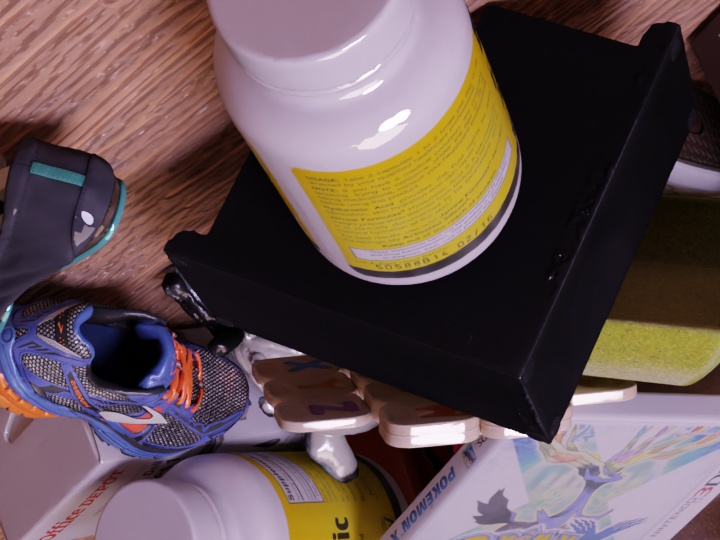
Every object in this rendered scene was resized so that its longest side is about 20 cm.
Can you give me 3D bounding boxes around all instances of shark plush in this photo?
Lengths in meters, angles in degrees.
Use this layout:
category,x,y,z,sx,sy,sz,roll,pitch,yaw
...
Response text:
category,x,y,z,sx,sy,sz,roll,pitch,yaw
shark plush,-0.049,0.057,1.290,0.200,0.083,0.091,18,116,-33

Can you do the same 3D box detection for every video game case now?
category,x,y,z,sx,sy,sz,roll,pitch,yaw
video game case,0.131,0.129,1.265,0.199,0.022,0.182,4,142,-30

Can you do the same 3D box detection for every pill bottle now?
category,x,y,z,sx,sy,sz,roll,pitch,yaw
pill bottle,0.001,-0.080,0.930,0.111,0.112,0.200,-24,154,4
pill bottle,-0.066,0.167,1.307,0.111,0.112,0.200,-34,157,31

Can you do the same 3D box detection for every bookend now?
category,x,y,z,sx,sy,sz,roll,pitch,yaw
bookend,0.039,-0.045,1.081,0.200,0.199,0.092,18,161,22

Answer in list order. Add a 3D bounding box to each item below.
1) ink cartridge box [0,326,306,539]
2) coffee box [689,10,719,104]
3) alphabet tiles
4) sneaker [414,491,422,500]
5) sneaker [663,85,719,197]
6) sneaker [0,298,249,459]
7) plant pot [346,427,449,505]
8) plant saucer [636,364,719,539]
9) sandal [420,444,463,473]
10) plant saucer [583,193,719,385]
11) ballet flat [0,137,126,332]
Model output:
category,x,y,z,sx,sy,sz,roll,pitch,yaw
ink cartridge box,-0.127,0.103,1.366,0.200,0.085,0.146,-8,156,-38
coffee box,0.274,-0.073,1.154,0.080,0.200,0.114,-11,157,-31
alphabet tiles,0.043,0.056,1.167,0.195,0.015,0.200,-4,-166,-10
sneaker,0.061,0.183,1.369,0.075,0.089,0.200,-34,-177,23
sneaker,0.196,-0.064,1.290,0.085,0.073,0.200,-37,158,32
sneaker,-0.127,0.061,1.217,0.078,0.076,0.200,-16,161,34
plant pot,0.076,0.154,1.594,0.200,0.177,0.200,-10,158,-30
plant saucer,0.177,0.099,1.337,0.200,0.200,0.037,-40,-165,42
sandal,0.051,0.085,1.343,0.045,0.200,0.075,-30,-178,-32
plant saucer,0.132,0.009,1.185,0.199,0.048,0.200,5,-158,21
ballet flat,-0.186,-0.010,1.036,0.073,0.073,0.200,-7,162,-38
